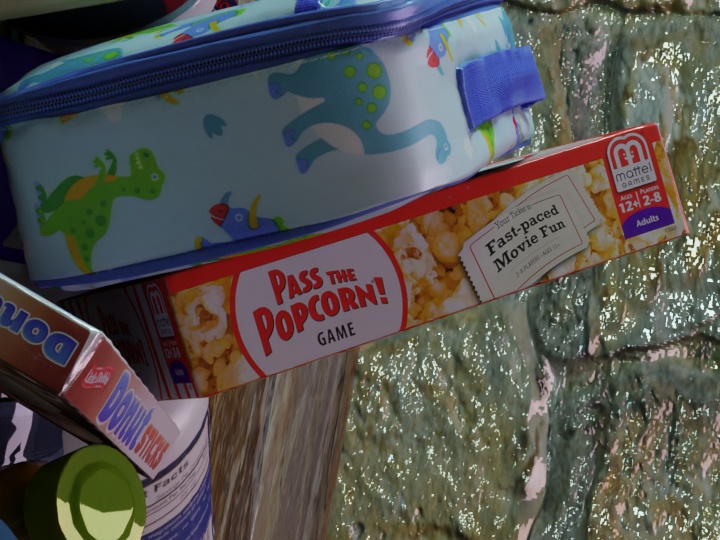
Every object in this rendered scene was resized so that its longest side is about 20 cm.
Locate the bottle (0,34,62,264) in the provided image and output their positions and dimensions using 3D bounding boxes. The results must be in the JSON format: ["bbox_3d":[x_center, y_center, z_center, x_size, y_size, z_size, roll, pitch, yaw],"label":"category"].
[{"bbox_3d":[-0.103,-0.038,0.886,0.200,0.065,0.084,12,93,-57],"label":"bottle"}]

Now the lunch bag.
[{"bbox_3d":[-0.025,-0.054,0.765,0.200,0.160,0.083,-34,112,-73],"label":"lunch bag"}]

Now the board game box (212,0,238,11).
[{"bbox_3d":[-0.069,-0.092,1.013,0.120,0.032,0.200,56,-9,-7],"label":"board game box"}]

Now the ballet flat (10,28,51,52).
[{"bbox_3d":[-0.120,-0.083,1.059,0.200,0.062,0.068,84,15,-68],"label":"ballet flat"}]

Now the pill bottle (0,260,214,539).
[{"bbox_3d":[-0.124,0.077,1.004,0.200,0.111,0.111,92,8,-47],"label":"pill bottle"}]

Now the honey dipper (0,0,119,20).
[{"bbox_3d":[-0.088,-0.094,0.733,0.038,0.200,0.038,168,-90,-68],"label":"honey dipper"}]

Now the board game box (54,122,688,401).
[{"bbox_3d":[0.000,0.000,0.837,0.151,0.200,0.046,-11,-83,67],"label":"board game box"}]

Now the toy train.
[{"bbox_3d":[-0.114,0.080,0.713,0.200,0.116,0.085,-27,99,-54],"label":"toy train"}]

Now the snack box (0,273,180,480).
[{"bbox_3d":[-0.103,0.029,0.703,0.024,0.072,0.200,-58,172,-9],"label":"snack box"}]

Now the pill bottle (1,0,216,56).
[{"bbox_3d":[-0.104,-0.151,0.807,0.200,0.119,0.120,76,23,-74],"label":"pill bottle"}]

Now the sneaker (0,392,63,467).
[{"bbox_3d":[-0.166,0.086,0.807,0.202,0.077,0.147,-25,115,-74],"label":"sneaker"}]
